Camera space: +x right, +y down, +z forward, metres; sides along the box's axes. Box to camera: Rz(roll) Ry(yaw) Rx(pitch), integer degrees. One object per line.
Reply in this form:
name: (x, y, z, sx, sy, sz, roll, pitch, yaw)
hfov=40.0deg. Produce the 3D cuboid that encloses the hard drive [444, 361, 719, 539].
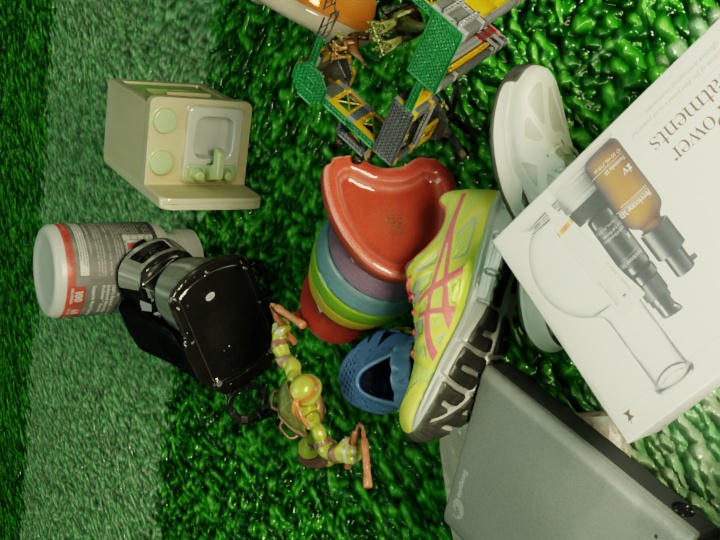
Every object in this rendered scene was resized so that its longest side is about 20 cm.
hard drive: (0.140, 0.174, 0.682, 0.200, 0.032, 0.142, 39, 125, 48)

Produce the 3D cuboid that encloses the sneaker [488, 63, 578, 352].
sneaker: (0.158, -0.046, 0.668, 0.114, 0.075, 0.204, -5, 97, 49)

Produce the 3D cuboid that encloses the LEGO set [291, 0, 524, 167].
LEGO set: (0.043, -0.186, 0.766, 0.153, 0.116, 0.202, 38, 140, 19)

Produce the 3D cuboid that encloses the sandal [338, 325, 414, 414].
sandal: (0.029, 0.089, 0.858, 0.199, 0.086, 0.081, -19, 79, 58)

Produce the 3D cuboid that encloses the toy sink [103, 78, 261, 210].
toy sink: (-0.207, -0.155, 1.160, 0.199, 0.128, 0.114, 35, 122, 51)

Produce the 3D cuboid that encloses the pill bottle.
pill bottle: (-0.308, -0.004, 1.269, 0.115, 0.197, 0.118, 8, 100, 56)

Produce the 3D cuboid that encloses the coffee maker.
coffee maker: (-0.198, 0.067, 1.167, 0.199, 0.133, 0.196, 14, 106, 56)

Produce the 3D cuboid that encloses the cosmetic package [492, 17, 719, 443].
cosmetic package: (0.190, -0.021, 0.564, 0.200, 0.051, 0.152, -47, 65, 31)

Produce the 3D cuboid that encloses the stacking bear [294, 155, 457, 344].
stacking bear: (0.000, 0.000, 0.881, 0.200, 0.119, 0.116, 126, 138, -57)

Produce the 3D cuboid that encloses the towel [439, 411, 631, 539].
towel: (0.134, 0.178, 0.750, 0.199, 0.034, 0.135, -15, 81, 56)

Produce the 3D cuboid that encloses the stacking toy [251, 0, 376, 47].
stacking toy: (-0.016, -0.314, 0.871, 0.146, 0.145, 0.202, 45, 115, 45)

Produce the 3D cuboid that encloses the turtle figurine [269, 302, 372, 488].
turtle figurine: (-0.049, 0.142, 0.956, 0.201, 0.064, 0.162, 57, 166, 22)

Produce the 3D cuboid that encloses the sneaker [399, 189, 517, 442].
sneaker: (0.067, 0.030, 0.749, 0.089, 0.078, 0.203, 18, 82, 32)
